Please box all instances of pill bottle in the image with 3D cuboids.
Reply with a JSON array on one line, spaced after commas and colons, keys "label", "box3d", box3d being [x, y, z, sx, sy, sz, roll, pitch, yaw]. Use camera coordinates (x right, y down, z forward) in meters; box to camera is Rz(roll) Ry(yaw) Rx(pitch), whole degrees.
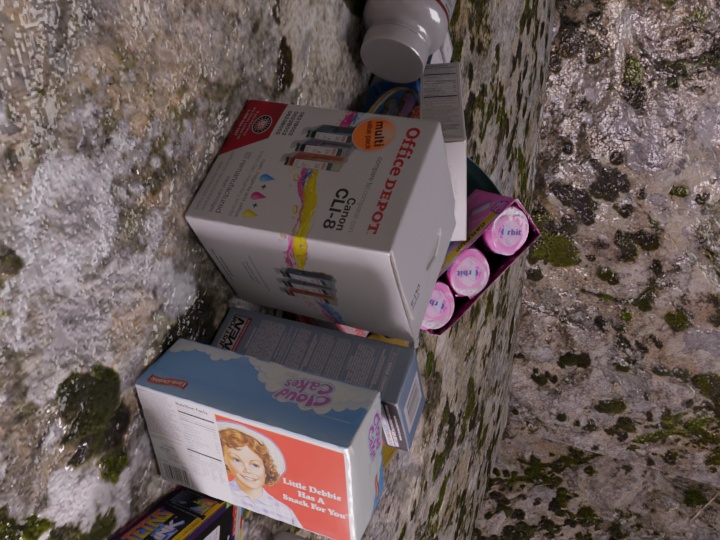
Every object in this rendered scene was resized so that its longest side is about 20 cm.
[{"label": "pill bottle", "box3d": [0.067, -0.348, 0.830, 0.112, 0.110, 0.204, 54, 50, -63]}]

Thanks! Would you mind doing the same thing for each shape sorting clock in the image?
[{"label": "shape sorting clock", "box3d": [0.034, -0.152, 0.903, 0.200, 0.039, 0.203, -49, 151, -39]}]

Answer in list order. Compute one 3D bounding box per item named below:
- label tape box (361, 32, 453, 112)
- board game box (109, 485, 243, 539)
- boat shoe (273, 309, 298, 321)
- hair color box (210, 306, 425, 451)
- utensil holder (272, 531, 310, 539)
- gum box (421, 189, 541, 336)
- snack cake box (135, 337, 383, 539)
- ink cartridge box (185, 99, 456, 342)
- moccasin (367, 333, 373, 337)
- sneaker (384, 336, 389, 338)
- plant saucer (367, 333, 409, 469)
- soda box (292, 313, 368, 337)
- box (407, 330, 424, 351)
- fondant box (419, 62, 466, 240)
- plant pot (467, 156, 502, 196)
[{"label": "label tape box", "box3d": [0.075, -0.281, 0.952, 0.144, 0.062, 0.204, 46, 56, -65]}, {"label": "board game box", "box3d": [-0.176, 0.314, 0.590, 0.165, 0.056, 0.205, -22, 120, -64]}, {"label": "boat shoe", "box3d": [-0.067, 0.090, 0.753, 0.072, 0.065, 0.206, 28, 74, -68]}, {"label": "hair color box", "box3d": [-0.041, 0.105, 0.640, 0.100, 0.196, 0.061, 75, 33, -50]}, {"label": "utensil holder", "box3d": [-0.070, 0.452, 0.786, 0.171, 0.167, 0.202, 73, 36, -51]}, {"label": "gum box", "box3d": [0.128, -0.012, 0.872, 0.200, 0.113, 0.066, -44, 111, -4]}, {"label": "snack cake box", "box3d": [-0.082, 0.140, 0.550, 0.067, 0.196, 0.117, -51, 146, -51]}, {"label": "ink cartridge box", "box3d": [-0.025, -0.048, 0.607, 0.146, 0.196, 0.147, 70, 37, -54]}, {"label": "moccasin", "box3d": [-0.015, 0.089, 0.871, 0.074, 0.077, 0.202, -58, 154, -20]}, {"label": "sneaker", "box3d": [0.000, 0.000, 0.825, 0.077, 0.070, 0.204, -21, 104, -20]}, {"label": "plant saucer", "box3d": [0.025, 0.186, 0.870, 0.200, 0.047, 0.205, -12, 111, -74]}, {"label": "soda box", "box3d": [0.012, -0.004, 0.737, 0.064, 0.069, 0.201, 53, 57, -22]}, {"label": "box", "box3d": [0.082, 0.063, 1.164, 0.201, 0.048, 0.164, 66, 38, -57]}, {"label": "fondant box", "box3d": [0.106, -0.157, 0.846, 0.202, 0.057, 0.146, -82, 168, -48]}, {"label": "plant pot", "box3d": [0.131, -0.086, 1.047, 0.134, 0.201, 0.200, -42, -178, 34]}]
